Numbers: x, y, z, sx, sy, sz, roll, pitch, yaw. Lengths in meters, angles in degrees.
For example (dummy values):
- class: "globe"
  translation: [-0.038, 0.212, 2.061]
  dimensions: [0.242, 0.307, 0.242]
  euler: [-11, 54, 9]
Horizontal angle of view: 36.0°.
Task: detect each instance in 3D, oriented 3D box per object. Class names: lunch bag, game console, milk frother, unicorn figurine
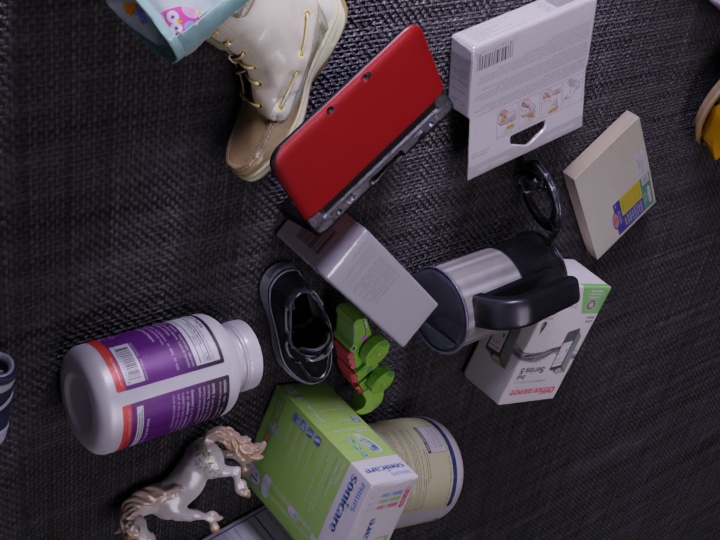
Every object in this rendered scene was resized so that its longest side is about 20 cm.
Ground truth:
- class: "lunch bag"
  translation: [-0.132, -0.263, 0.854]
  dimensions: [0.170, 0.200, 0.122]
  euler: [-40, 141, -10]
- class: "game console"
  translation: [-0.015, -0.148, 1.134]
  dimensions: [0.200, 0.172, 0.119]
  euler: [-43, 114, -8]
- class: "milk frother"
  translation: [0.172, -0.019, 1.430]
  dimensions: [0.186, 0.180, 0.203]
  euler: [-18, 89, -34]
- class: "unicorn figurine"
  translation: [-0.208, 0.267, 1.327]
  dimensions: [0.137, 0.073, 0.202]
  euler: [38, 77, -43]

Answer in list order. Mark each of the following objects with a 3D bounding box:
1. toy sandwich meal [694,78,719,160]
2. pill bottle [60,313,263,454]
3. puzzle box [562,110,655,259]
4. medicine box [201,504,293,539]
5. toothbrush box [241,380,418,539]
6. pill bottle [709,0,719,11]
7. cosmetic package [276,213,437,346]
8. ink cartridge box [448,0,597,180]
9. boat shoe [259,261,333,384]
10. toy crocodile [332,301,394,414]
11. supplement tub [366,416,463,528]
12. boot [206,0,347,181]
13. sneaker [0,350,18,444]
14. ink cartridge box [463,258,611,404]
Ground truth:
- class: "toy sandwich meal"
  translation: [0.578, -0.243, 1.648]
  dimensions: [0.204, 0.070, 0.206]
  euler: [-32, 153, -18]
- class: "pill bottle"
  translation: [-0.204, 0.112, 1.160]
  dimensions: [0.198, 0.112, 0.114]
  euler: [-14, 130, -37]
- class: "puzzle box"
  translation: [0.362, -0.119, 1.600]
  dimensions: [0.133, 0.025, 0.201]
  euler: [-43, 142, -10]
- class: "medicine box"
  translation: [-0.121, 0.419, 1.436]
  dimensions: [0.198, 0.182, 0.104]
  euler: [-25, 135, -28]
- class: "toothbrush box"
  translation: [-0.043, 0.253, 1.365]
  dimensions: [0.085, 0.200, 0.147]
  euler: [0, 120, -43]
- class: "pill bottle"
  translation: [0.545, -0.375, 1.509]
  dimensions: [0.199, 0.104, 0.105]
  euler: [16, 109, -50]
- class: "cosmetic package"
  translation: [0.000, 0.000, 1.279]
  dimensions: [0.071, 0.101, 0.200]
  euler: [-48, 143, -2]
- class: "ink cartridge box"
  translation: [0.192, -0.225, 1.330]
  dimensions: [0.198, 0.045, 0.178]
  euler: [-26, 135, -27]
- class: "boat shoe"
  translation: [-0.062, 0.077, 1.307]
  dimensions: [0.071, 0.068, 0.202]
  euler: [-33, 139, -20]
- class: "toy crocodile"
  translation: [-0.003, 0.109, 1.377]
  dimensions: [0.062, 0.067, 0.201]
  euler: [-38, 150, -17]
- class: "supplement tub"
  translation: [0.028, 0.276, 1.498]
  dimensions: [0.198, 0.145, 0.147]
  euler: [2, 120, -45]
- class: "boot"
  translation: [-0.110, -0.193, 1.037]
  dimensions: [0.154, 0.072, 0.202]
  euler: [18, 102, -50]
- class: "sneaker"
  translation: [-0.402, 0.121, 1.004]
  dimensions: [0.198, 0.070, 0.110]
  euler: [-7, 131, -50]
- class: "ink cartridge box"
  translation: [0.256, 0.088, 1.617]
  dimensions: [0.144, 0.084, 0.202]
  euler: [1, 120, -45]
